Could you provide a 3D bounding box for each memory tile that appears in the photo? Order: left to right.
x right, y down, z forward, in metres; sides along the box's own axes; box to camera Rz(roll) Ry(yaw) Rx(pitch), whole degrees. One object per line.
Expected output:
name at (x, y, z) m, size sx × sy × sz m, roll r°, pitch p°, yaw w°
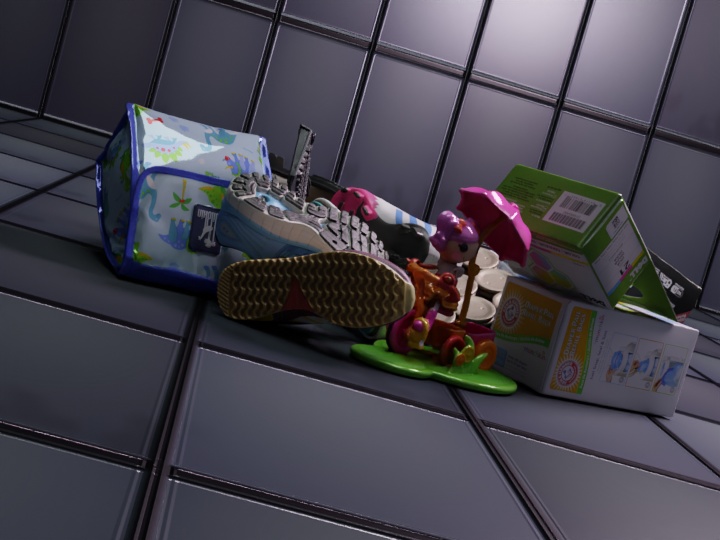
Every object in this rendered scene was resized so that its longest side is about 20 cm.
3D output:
memory tile at (0.083, 0.024, 1.583) m, size 0.198 × 0.017 × 0.154 m, roll -7°, pitch 34°, yaw -21°

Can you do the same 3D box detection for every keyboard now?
keyboard at (-0.067, -0.085, 1.542) m, size 0.020 × 0.128 × 0.201 m, roll 11°, pitch -33°, yaw -1°

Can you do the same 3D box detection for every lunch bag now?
lunch bag at (-0.179, -0.060, 1.481) m, size 0.169 × 0.128 × 0.201 m, roll 12°, pitch 48°, yaw -26°

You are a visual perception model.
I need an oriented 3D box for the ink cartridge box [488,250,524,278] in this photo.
ink cartridge box at (0.259, 0.049, 1.719) m, size 0.199 × 0.044 × 0.198 m, roll 22°, pitch 9°, yaw -16°

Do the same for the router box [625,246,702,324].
router box at (0.287, -0.011, 1.690) m, size 0.149 × 0.062 × 0.200 m, roll 34°, pitch -2°, yaw -30°

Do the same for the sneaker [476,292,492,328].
sneaker at (0.110, 0.053, 1.666) m, size 0.079 × 0.076 × 0.200 m, roll -1°, pitch 6°, yaw -29°

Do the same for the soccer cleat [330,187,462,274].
soccer cleat at (0.037, -0.035, 1.607) m, size 0.086 × 0.070 × 0.200 m, roll 21°, pitch 7°, yaw -39°

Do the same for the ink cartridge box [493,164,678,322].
ink cartridge box at (0.231, -0.004, 1.487) m, size 0.147 × 0.076 × 0.200 m, roll 23°, pitch -25°, yaw 46°

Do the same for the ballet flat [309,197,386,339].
ballet flat at (0.000, 0.000, 1.526) m, size 0.069 × 0.070 × 0.201 m, roll 12°, pitch 34°, yaw -39°

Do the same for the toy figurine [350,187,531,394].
toy figurine at (0.090, 0.008, 1.382) m, size 0.150 × 0.186 × 0.199 m, roll 21°, pitch 8°, yaw 42°

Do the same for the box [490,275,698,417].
box at (0.246, 0.082, 1.528) m, size 0.199 × 0.102 × 0.112 m, roll 13°, pitch 7°, yaw -35°

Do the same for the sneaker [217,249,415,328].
sneaker at (-0.032, 0.017, 1.348) m, size 0.198 × 0.076 × 0.090 m, roll 4°, pitch 1°, yaw 24°

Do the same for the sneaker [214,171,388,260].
sneaker at (-0.057, -0.019, 1.430) m, size 0.199 × 0.090 × 0.079 m, roll 30°, pitch 35°, yaw -11°

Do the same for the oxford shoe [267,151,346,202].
oxford shoe at (-0.070, -0.076, 1.709) m, size 0.199 × 0.085 × 0.073 m, roll 22°, pitch -9°, yaw 8°
